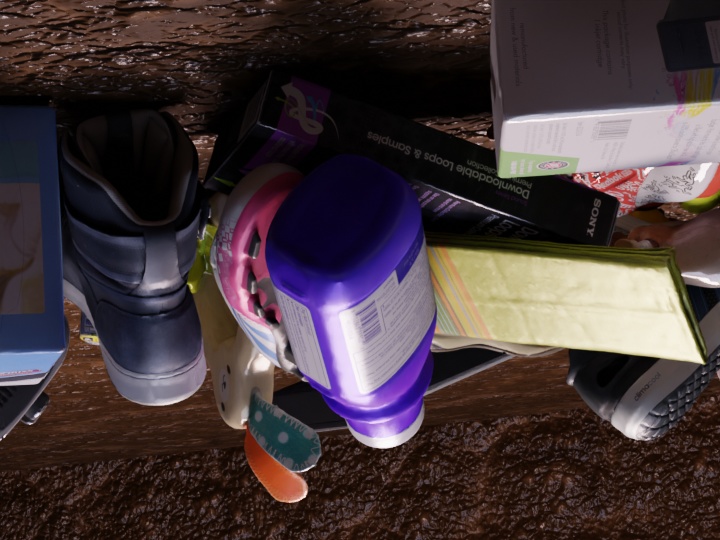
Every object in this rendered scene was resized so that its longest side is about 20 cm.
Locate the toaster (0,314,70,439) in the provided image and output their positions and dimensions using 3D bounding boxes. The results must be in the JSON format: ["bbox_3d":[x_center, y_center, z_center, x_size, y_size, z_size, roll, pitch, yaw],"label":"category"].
[{"bbox_3d":[-0.268,0.023,1.073,0.199,0.114,0.129,38,166,-6],"label":"toaster"}]

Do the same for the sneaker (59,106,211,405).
[{"bbox_3d":[-0.140,-0.040,1.006,0.076,0.148,0.202,-17,-143,-21],"label":"sneaker"}]

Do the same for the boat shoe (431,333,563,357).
[{"bbox_3d":[0.097,0.011,1.239,0.199,0.076,0.074,-2,129,-44],"label":"boat shoe"}]

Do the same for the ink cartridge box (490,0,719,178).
[{"bbox_3d":[0.160,-0.093,0.829,0.197,0.068,0.117,-4,170,2],"label":"ink cartridge box"}]

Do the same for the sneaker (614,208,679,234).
[{"bbox_3d":[0.215,0.011,1.236,0.198,0.083,0.078,16,152,-4],"label":"sneaker"}]

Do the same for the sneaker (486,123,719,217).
[{"bbox_3d":[0.130,-0.064,0.988,0.107,0.068,0.201,-6,173,-8],"label":"sneaker"}]

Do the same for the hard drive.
[{"bbox_3d":[0.032,0.076,1.367,0.199,0.033,0.139,-21,-177,-34],"label":"hard drive"}]

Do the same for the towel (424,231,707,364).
[{"bbox_3d":[0.084,0.010,0.961,0.198,0.018,0.086,6,145,31],"label":"towel"}]

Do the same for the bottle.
[{"bbox_3d":[0.002,0.026,0.946,0.065,0.084,0.201,29,156,24],"label":"bottle"}]

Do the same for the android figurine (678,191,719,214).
[{"bbox_3d":[0.291,-0.068,1.130,0.180,0.042,0.200,-5,172,3],"label":"android figurine"}]

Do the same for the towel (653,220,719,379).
[{"bbox_3d":[0.299,0.032,1.140,0.189,0.201,0.033,-4,128,-15],"label":"towel"}]

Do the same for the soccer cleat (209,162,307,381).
[{"bbox_3d":[-0.058,-0.008,0.991,0.070,0.086,0.201,-40,154,-14],"label":"soccer cleat"}]

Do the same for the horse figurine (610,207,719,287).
[{"bbox_3d":[0.197,-0.015,0.993,0.198,0.051,0.132,-13,179,25],"label":"horse figurine"}]

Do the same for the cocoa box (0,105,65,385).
[{"bbox_3d":[-0.260,-0.008,0.938,0.198,0.135,0.131,-1,170,-17],"label":"cocoa box"}]

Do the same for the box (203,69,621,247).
[{"bbox_3d":[0.023,-0.042,0.978,0.198,0.036,0.143,18,165,-12],"label":"box"}]

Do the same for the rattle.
[{"bbox_3d":[-0.110,0.047,1.129,0.142,0.203,0.130,3,168,-38],"label":"rattle"}]

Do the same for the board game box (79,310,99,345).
[{"bbox_3d":[-0.103,0.032,1.321,0.197,0.062,0.200,5,176,-7],"label":"board game box"}]

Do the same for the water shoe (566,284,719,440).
[{"bbox_3d":[0.202,0.008,1.070,0.200,0.079,0.072,-45,157,-20],"label":"water shoe"}]
